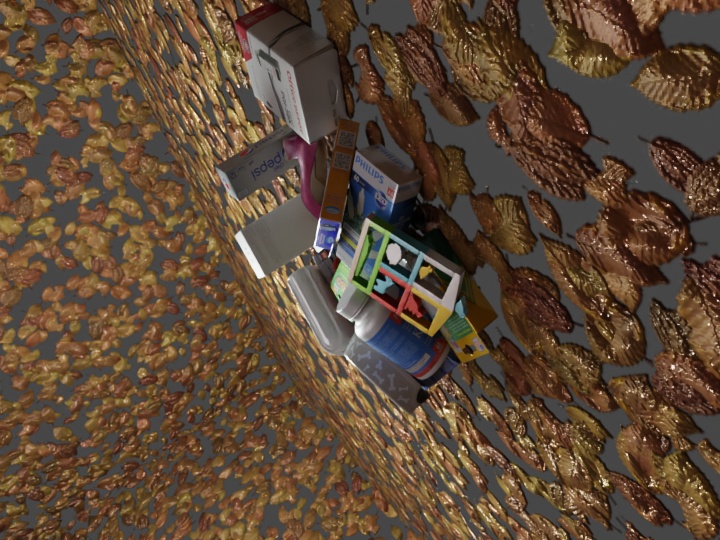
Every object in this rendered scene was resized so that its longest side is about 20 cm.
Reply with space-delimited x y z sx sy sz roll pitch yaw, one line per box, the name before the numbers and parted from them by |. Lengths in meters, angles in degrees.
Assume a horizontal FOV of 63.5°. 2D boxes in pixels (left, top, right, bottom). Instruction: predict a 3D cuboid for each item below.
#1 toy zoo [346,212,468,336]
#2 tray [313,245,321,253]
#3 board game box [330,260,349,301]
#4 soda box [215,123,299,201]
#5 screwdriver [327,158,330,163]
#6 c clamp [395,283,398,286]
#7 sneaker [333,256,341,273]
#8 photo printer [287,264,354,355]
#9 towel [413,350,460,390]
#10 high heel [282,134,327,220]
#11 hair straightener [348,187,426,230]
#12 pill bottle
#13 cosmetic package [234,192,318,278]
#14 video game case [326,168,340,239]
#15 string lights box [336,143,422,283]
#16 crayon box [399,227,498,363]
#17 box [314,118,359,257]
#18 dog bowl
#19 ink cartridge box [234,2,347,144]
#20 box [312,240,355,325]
toy zoo | 0.076 0.016 0.888 0.197 0.020 0.134 33 132 14
tray | -0.077 -0.041 1.447 0.201 0.022 0.108 51 160 22
board game box | 0.000 0.000 1.092 0.097 0.029 0.202 56 138 27
soda box | -0.179 -0.219 1.132 0.068 0.198 0.065 29 150 54
screwdriver | -0.053 -0.209 1.114 0.200 0.027 0.030 49 133 46
c clamp | 0.024 -0.026 1.096 0.173 0.026 0.203 54 140 29
sneaker | 0.016 0.054 1.231 0.200 0.078 0.116 44 162 6
photo printer | -0.065 0.088 1.275 0.204 0.068 0.166 61 -163 9
towel | 0.093 0.144 1.151 0.199 0.024 0.147 43 138 2
high heel | -0.072 -0.175 1.113 0.094 0.067 0.205 5 127 41
hair straightener | 0.040 -0.113 0.970 0.198 0.040 0.079 31 149 47
pill bottle | 0.058 0.092 1.023 0.197 0.114 0.112 34 165 -12
cosmetic package | -0.149 -0.082 1.211 0.110 0.197 0.084 60 160 -6
video game case | -0.025 -0.109 1.194 0.181 0.022 0.204 32 149 54
string lights box | 0.025 -0.084 0.934 0.102 0.058 0.205 42 137 31
crayon box | 0.145 0.045 0.949 0.203 0.051 0.126 56 162 7
box | -0.042 -0.130 0.964 0.040 0.207 0.119 13 160 -4
dog bowl | 0.048 0.201 1.142 0.199 0.059 0.200 42 175 5
ink cartridge box | -0.117 -0.330 0.971 0.200 0.082 0.149 45 158 36
box | -0.024 0.035 1.297 0.204 0.039 0.137 59 -165 -2
